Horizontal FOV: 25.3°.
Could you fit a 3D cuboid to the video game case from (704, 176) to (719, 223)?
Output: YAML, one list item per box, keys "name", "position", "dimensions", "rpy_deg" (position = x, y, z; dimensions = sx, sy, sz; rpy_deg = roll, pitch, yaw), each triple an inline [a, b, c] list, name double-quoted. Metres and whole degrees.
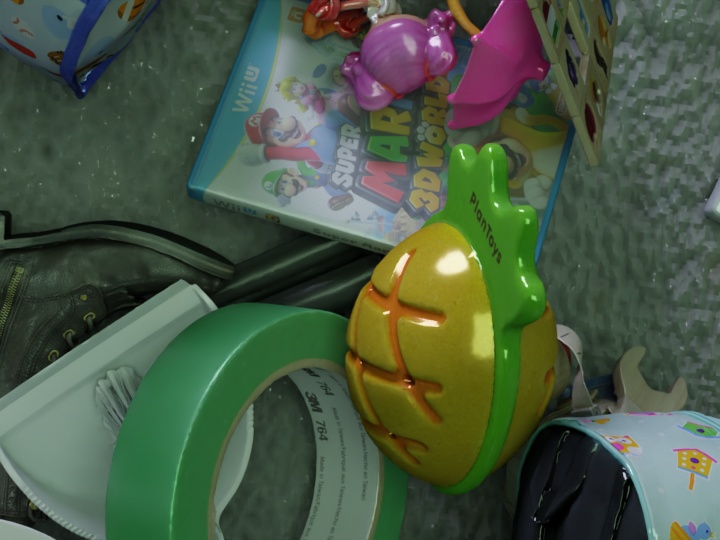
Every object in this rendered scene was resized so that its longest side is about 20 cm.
- name: "video game case"
  position: [0.341, -0.069, 1.012]
  dimensions: [0.200, 0.024, 0.182]
  rpy_deg: [28, 83, -6]

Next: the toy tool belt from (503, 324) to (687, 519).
- name: "toy tool belt"
  position: [0.148, 0.111, 0.938]
  dimensions: [0.123, 0.125, 0.200]
  rpy_deg: [-25, 96, -43]

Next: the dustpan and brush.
- name: "dustpan and brush"
  position: [-0.103, 0.120, 0.891]
  dimensions: [0.140, 0.057, 0.200]
  rpy_deg: [-34, 133, -13]

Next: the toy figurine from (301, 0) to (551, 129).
- name: "toy figurine"
  position: [0.023, -0.162, 0.890]
  dimensions: [0.200, 0.150, 0.184]
  rpy_deg: [-24, 77, 12]

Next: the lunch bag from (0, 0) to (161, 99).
- name: "lunch bag"
  position: [-0.182, -0.187, 0.836]
  dimensions: [0.170, 0.200, 0.124]
  rpy_deg: [37, 91, -5]

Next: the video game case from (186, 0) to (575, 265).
- name: "video game case"
  position: [0.018, -0.078, 0.918]
  dimensions: [0.200, 0.018, 0.143]
  rpy_deg: [16, 67, 6]

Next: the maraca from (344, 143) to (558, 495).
- name: "maraca"
  position: [0.051, 0.028, 0.822]
  dimensions: [0.107, 0.200, 0.137]
  rpy_deg: [-6, 46, -22]

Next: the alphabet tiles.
- name: "alphabet tiles"
  position: [0.112, -0.180, 0.895]
  dimensions: [0.008, 0.200, 0.167]
  rpy_deg: [-13, 123, 22]

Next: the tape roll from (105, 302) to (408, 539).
- name: "tape roll"
  position: [-0.049, 0.119, 0.862]
  dimensions: [0.200, 0.048, 0.201]
  rpy_deg: [-11, 103, -53]

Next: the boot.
- name: "boot"
  position: [-0.175, 0.057, 0.901]
  dimensions: [0.200, 0.069, 0.174]
  rpy_deg: [5, 93, 1]

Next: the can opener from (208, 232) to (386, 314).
- name: "can opener"
  position: [0.000, 0.000, 0.939]
  dimensions: [0.200, 0.067, 0.053]
  rpy_deg: [-23, 69, 3]

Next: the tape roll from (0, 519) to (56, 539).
- name: "tape roll"
  position: [-0.227, 0.225, 0.812]
  dimensions: [0.203, 0.139, 0.203]
  rpy_deg: [6, 79, -33]

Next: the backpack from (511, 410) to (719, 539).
- name: "backpack"
  position: [0.149, 0.166, 0.780]
  dimensions: [0.153, 0.176, 0.200]
  rpy_deg: [-8, 95, -14]
